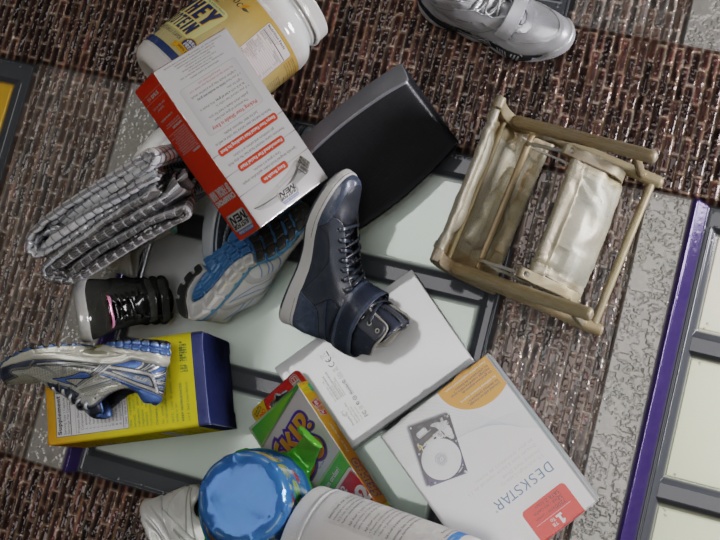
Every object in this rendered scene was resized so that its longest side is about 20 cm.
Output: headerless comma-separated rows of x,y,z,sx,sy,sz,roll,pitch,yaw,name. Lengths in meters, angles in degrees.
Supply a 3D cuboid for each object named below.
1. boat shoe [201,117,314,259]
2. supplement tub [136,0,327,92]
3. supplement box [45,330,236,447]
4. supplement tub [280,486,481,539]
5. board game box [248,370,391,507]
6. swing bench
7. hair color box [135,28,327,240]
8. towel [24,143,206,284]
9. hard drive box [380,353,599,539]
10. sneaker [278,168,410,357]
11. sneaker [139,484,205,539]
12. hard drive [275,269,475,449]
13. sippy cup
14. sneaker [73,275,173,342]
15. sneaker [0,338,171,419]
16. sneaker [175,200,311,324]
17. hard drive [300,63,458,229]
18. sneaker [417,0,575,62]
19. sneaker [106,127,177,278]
-0.120,-0.094,1.485,0.090,0.071,0.202,17,82,17,boat shoe
-0.151,-0.268,1.477,0.200,0.145,0.144,-42,75,-9,supplement tub
-0.258,0.143,1.454,0.198,0.110,0.110,-8,79,9,supplement box
0.025,0.317,1.302,0.199,0.132,0.133,15,83,26,supplement tub
-0.052,0.221,1.425,0.095,0.030,0.201,-43,71,28,board game box
0.209,-0.060,1.389,0.199,0.130,0.200,22,86,19,swing bench
-0.141,-0.148,1.358,0.111,0.064,0.201,-38,97,-32,hair color box
-0.264,-0.064,1.405,0.199,0.166,0.086,-30,94,12,towel
0.145,0.219,1.377,0.156,0.077,0.200,-39,76,3,hard drive box
0.001,0.000,1.393,0.146,0.077,0.204,29,115,25,sneaker
-0.177,0.336,1.423,0.099,0.078,0.201,-28,77,2,sneaker
0.016,0.111,1.447,0.199,0.026,0.132,-35,76,3,hard drive
-0.119,0.254,1.348,0.138,0.130,0.179,7,74,5,sippy cup
-0.271,0.038,1.438,0.098,0.200,0.071,-5,95,0,sneaker
-0.308,0.123,1.374,0.198,0.077,0.086,-4,84,11,sneaker
-0.124,-0.008,1.462,0.200,0.087,0.075,-39,55,16,sneaker
0.009,-0.131,1.451,0.200,0.042,0.135,-39,109,2,hard drive
0.153,-0.309,1.445,0.199,0.115,0.076,22,85,14,sneaker
-0.253,-0.085,1.517,0.088,0.075,0.201,34,98,10,sneaker
